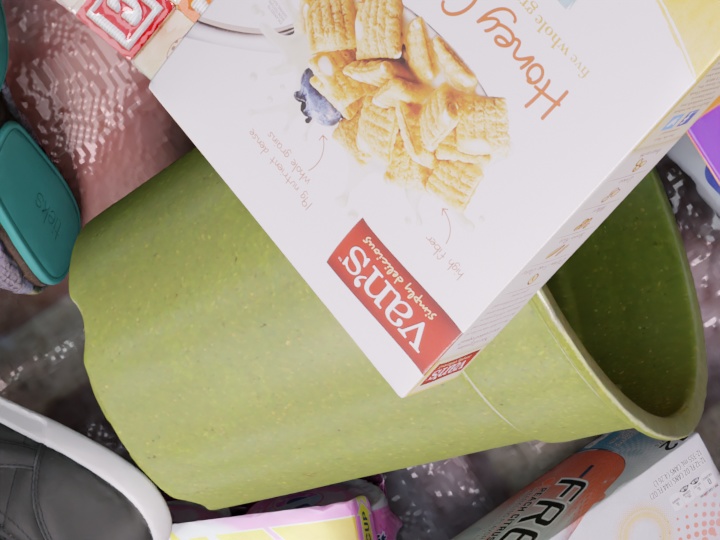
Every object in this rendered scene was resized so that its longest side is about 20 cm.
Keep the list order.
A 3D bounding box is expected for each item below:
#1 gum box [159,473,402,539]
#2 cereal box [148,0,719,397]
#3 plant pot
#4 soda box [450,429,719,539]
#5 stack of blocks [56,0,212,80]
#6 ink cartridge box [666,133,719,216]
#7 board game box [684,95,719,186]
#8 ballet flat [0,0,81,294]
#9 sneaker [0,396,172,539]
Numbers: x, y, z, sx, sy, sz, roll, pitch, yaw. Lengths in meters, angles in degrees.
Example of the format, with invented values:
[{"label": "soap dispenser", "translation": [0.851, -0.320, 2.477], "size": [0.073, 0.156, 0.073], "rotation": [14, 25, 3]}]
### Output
[{"label": "gum box", "translation": [-0.077, 0.149, 1.176], "size": [0.199, 0.066, 0.114], "rotation": [-8, 100, 7]}, {"label": "cereal box", "translation": [0.034, -0.075, 0.940], "size": [0.144, 0.039, 0.200], "rotation": [50, 123, 15]}, {"label": "plant pot", "translation": [0.000, 0.000, 1.098], "size": [0.190, 0.200, 0.200], "rotation": [-22, 97, 21]}, {"label": "soda box", "translation": [0.054, 0.137, 1.120], "size": [0.200, 0.064, 0.068], "rotation": [-34, 105, -18]}, {"label": "stack of blocks", "translation": [-0.043, -0.175, 1.122], "size": [0.115, 0.059, 0.200], "rotation": [41, 101, -2]}, {"label": "ink cartridge box", "translation": [0.236, -0.060, 1.118], "size": [0.198, 0.047, 0.200], "rotation": [-45, 78, 11]}, {"label": "board game box", "translation": [0.170, -0.158, 1.010], "size": [0.200, 0.200, 0.200], "rotation": [-34, 82, 13]}, {"label": "ballet flat", "translation": [-0.160, -0.056, 1.104], "size": [0.072, 0.200, 0.072], "rotation": [-4, 57, 7]}, {"label": "sneaker", "translation": [-0.180, 0.090, 1.116], "size": [0.200, 0.099, 0.071], "rotation": [20, 139, 25]}]
